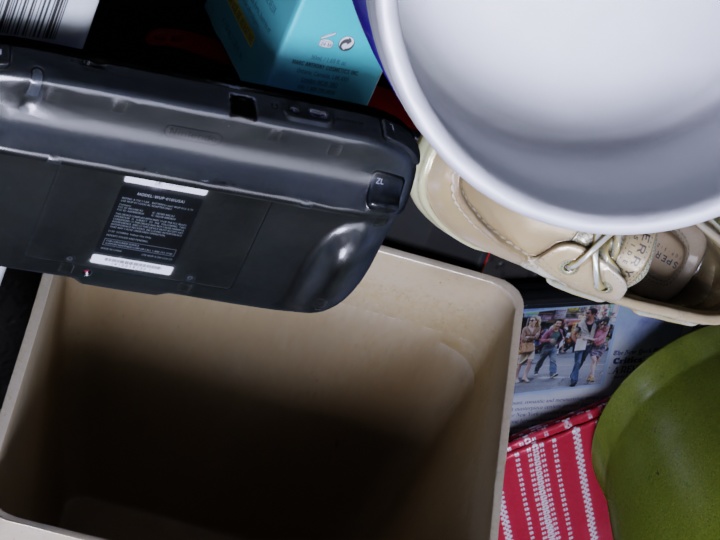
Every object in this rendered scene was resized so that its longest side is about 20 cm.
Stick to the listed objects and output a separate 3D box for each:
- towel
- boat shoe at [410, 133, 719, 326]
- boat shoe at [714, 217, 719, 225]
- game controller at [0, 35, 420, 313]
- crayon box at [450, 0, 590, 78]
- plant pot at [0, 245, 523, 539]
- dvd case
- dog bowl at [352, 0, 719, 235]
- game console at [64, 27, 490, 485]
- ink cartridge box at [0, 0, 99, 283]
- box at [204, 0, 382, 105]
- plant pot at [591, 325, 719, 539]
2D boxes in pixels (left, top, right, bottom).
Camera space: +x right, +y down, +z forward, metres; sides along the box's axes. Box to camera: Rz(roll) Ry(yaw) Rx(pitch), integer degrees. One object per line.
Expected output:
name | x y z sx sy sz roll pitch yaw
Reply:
towel | 0.127 0.115 1.301 0.200 0.023 0.145 -21 133 -6
boat shoe | 0.099 -0.022 1.073 0.200 0.065 0.072 25 96 -47
boat shoe | 0.230 -0.078 1.166 0.063 0.073 0.200 40 107 -13
game controller | -0.079 -0.033 0.988 0.200 0.042 0.104 10 139 -22
crayon box | 0.119 -0.150 1.034 0.200 0.119 0.058 -28 120 0
plant pot | -0.060 0.106 1.074 0.200 0.200 0.177 16 133 -6
dvd case | 0.115 0.085 1.298 0.142 0.018 0.200 -3 129 -21
dog bowl | 0.096 -0.119 0.932 0.200 0.079 0.201 -4 111 -9
game console | -0.038 -0.001 1.125 0.177 0.031 0.200 18 122 -6
ink cartridge box | -0.188 -0.094 0.977 0.146 0.083 0.200 7 124 -28
box | 0.002 -0.163 1.004 0.049 0.082 0.200 7 123 -27
plant pot | 0.202 0.130 1.197 0.200 0.193 0.201 -12 131 -14
